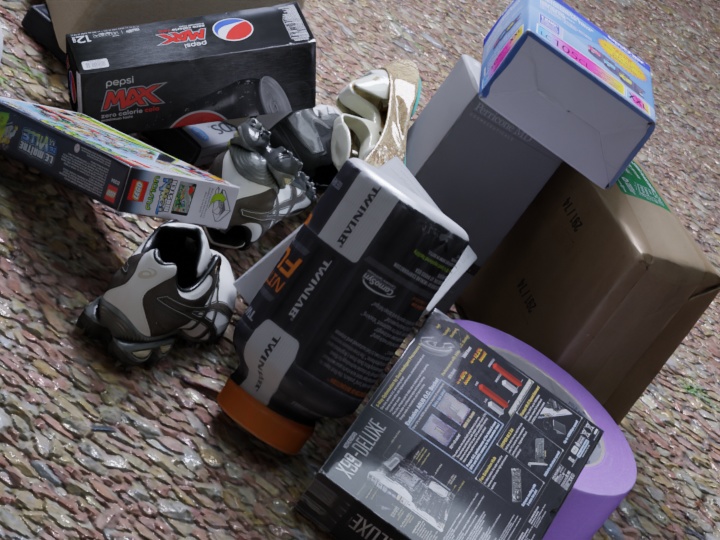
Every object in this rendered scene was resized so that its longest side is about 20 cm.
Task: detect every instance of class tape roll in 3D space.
[{"bbox_3d":[0.119,0.129,1.779,0.200,0.066,0.200,31,23,-15],"label":"tape roll"}]

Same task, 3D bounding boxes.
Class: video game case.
[{"bbox_3d":[-0.177,-0.170,1.991,0.200,0.026,0.181,41,23,12],"label":"video game case"}]

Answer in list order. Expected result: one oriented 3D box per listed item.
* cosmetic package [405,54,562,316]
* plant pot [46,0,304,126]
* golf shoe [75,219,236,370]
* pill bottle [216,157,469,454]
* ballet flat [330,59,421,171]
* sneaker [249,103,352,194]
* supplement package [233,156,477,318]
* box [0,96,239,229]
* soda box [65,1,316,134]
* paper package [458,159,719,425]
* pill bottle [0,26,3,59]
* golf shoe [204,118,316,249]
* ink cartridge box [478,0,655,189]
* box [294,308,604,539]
[{"bbox_3d":[0.078,-0.070,1.929,0.107,0.200,0.090,27,25,-21],"label":"cosmetic package"},{"bbox_3d":[-0.148,-0.273,1.972,0.199,0.177,0.200,22,25,-30],"label":"plant pot"},{"bbox_3d":[-0.124,0.007,1.636,0.078,0.095,0.200,37,21,5],"label":"golf shoe"},{"bbox_3d":[-0.019,0.030,1.589,0.106,0.200,0.106,34,4,-3],"label":"pill bottle"},{"bbox_3d":[0.009,-0.125,1.919,0.065,0.070,0.200,34,36,-24],"label":"ballet flat"},{"bbox_3d":[-0.037,-0.101,1.986,0.091,0.066,0.200,53,7,11],"label":"sneaker"},{"bbox_3d":[0.000,0.000,1.748,0.110,0.114,0.200,51,17,-1],"label":"supplement package"},{"bbox_3d":[-0.195,-0.083,1.689,0.200,0.035,0.110,26,11,41],"label":"box"},{"bbox_3d":[-0.138,-0.163,1.857,0.199,0.071,0.063,-9,39,-13],"label":"soda box"},{"bbox_3d":[0.191,0.011,1.946,0.103,0.191,0.200,21,26,-32],"label":"paper package"},{"bbox_3d":[-0.323,-0.135,1.605,0.111,0.111,0.200,30,23,-13],"label":"pill bottle"},{"bbox_3d":[-0.093,-0.062,1.830,0.078,0.095,0.200,39,-2,10],"label":"golf shoe"},{"bbox_3d":[0.173,-0.164,1.902,0.136,0.076,0.200,35,19,-9],"label":"ink cartridge box"},{"bbox_3d":[0.067,0.141,1.610,0.157,0.050,0.200,35,45,1],"label":"box"}]
